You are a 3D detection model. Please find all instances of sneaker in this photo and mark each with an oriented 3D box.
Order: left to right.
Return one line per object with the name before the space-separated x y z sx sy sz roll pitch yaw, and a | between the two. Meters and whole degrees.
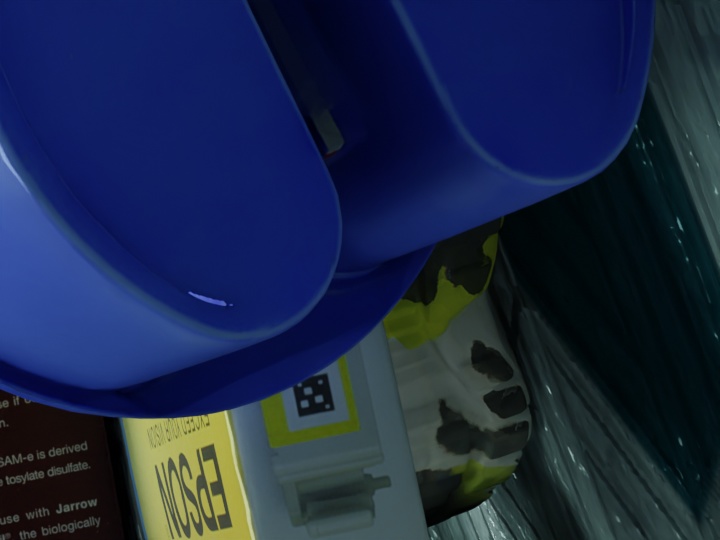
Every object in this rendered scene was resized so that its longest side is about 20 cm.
sneaker | 0.000 0.000 0.729 0.200 0.074 0.085 94 158 -51

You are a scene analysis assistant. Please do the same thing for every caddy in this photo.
caddy | -0.041 -0.072 0.480 0.105 0.141 0.200 -8 106 62

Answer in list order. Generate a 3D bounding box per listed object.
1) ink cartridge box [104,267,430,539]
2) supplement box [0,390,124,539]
ink cartridge box | -0.032 0.025 0.624 0.198 0.047 0.200 149 112 -75
supplement box | -0.103 0.004 0.692 0.109 0.061 0.200 -164 63 -78
